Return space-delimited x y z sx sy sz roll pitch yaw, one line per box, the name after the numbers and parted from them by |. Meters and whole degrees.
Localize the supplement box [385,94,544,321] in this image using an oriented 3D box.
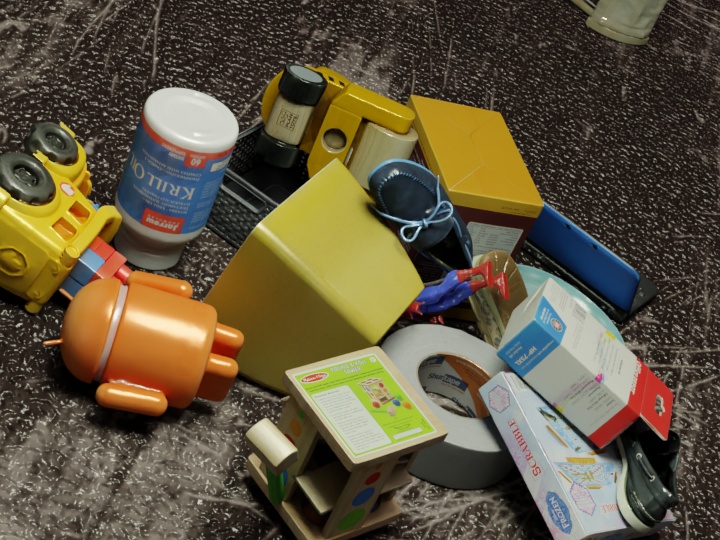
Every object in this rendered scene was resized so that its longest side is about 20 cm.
0.107 -0.077 1.777 0.132 0.200 0.198 8 39 -23 | supplement box

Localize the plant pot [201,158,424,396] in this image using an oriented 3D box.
-0.050 0.030 1.572 0.176 0.200 0.200 40 37 2 | plant pot

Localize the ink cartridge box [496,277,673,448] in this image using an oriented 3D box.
0.254 0.115 1.561 0.200 0.067 0.116 43 28 -4 | ink cartridge box

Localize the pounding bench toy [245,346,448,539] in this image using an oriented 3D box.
-0.047 0.191 1.383 0.200 0.156 0.124 -12 50 -40 | pounding bench toy

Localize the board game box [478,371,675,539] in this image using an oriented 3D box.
0.243 0.206 1.554 0.200 0.041 0.200 6 51 -49 | board game box

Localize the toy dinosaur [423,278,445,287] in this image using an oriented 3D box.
0.000 0.000 1.691 0.200 0.101 0.058 26 78 7 | toy dinosaur

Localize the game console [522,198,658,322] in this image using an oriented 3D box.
0.320 -0.037 1.923 0.200 0.119 0.171 40 38 19 | game console

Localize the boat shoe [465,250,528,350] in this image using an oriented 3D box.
0.180 0.073 1.694 0.073 0.063 0.201 -22 96 -36 | boat shoe

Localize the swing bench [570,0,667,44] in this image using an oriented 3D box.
0.489 -0.563 2.624 0.129 0.199 0.200 0 42 -30 | swing bench

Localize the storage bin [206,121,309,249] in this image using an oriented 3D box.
-0.105 -0.110 1.787 0.135 0.094 0.200 35 36 14 | storage bin

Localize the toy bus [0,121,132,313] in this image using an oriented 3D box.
-0.333 -0.047 1.554 0.192 0.136 0.200 36 32 -7 | toy bus

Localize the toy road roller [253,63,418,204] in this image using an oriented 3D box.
-0.027 -0.185 1.751 0.199 0.123 0.146 24 24 0 | toy road roller

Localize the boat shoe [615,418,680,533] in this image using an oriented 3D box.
0.327 0.204 1.558 0.074 0.066 0.200 44 30 -11 | boat shoe

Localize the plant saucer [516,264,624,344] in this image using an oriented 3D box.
0.252 0.067 1.806 0.200 0.027 0.200 25 28 -14 | plant saucer

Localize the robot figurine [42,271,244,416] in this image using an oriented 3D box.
-0.226 0.074 1.463 0.199 0.144 0.117 17 -2 -11 | robot figurine

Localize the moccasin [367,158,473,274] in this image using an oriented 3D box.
0.082 -0.058 1.590 0.200 0.080 0.068 36 23 -46 | moccasin

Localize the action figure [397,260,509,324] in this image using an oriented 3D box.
0.074 0.039 1.648 0.065 0.199 0.052 27 55 -53 | action figure

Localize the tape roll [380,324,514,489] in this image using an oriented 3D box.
0.101 0.153 1.598 0.200 0.066 0.201 16 37 -12 | tape roll

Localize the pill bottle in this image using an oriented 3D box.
-0.220 -0.100 1.614 0.112 0.200 0.112 15 36 -12 | pill bottle
